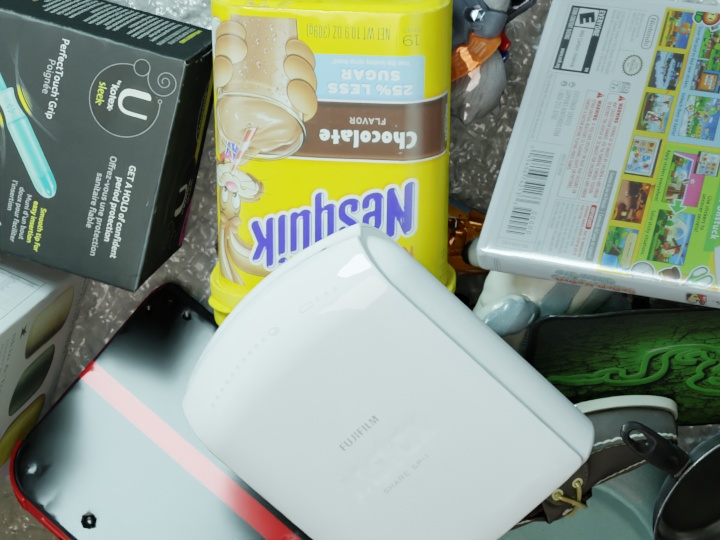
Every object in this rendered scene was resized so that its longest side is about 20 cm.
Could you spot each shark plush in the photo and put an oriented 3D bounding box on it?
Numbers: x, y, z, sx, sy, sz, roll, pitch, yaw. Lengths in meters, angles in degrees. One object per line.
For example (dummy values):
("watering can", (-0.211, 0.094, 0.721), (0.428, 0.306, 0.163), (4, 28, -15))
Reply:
("shark plush", (0.143, -0.001, 1.046), (0.199, 0.091, 0.083), (-34, 119, 10))

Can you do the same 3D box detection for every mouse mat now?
("mouse mat", (0.197, 0.061, 1.063), (0.198, 0.161, 0.008), (-4, 60, -1))

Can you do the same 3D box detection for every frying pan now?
("frying pan", (0.202, 0.140, 1.091), (0.189, 0.031, 0.116), (8, 117, -36))

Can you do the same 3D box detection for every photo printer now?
("photo printer", (0.009, 0.081, 0.993), (0.200, 0.070, 0.166), (42, 111, -14))

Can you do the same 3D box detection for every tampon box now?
("tampon box", (-0.203, -0.096, 1.096), (0.198, 0.126, 0.151), (16, 106, 4))

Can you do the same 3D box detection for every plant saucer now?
("plant saucer", (0.134, 0.200, 1.165), (0.198, 0.036, 0.202), (2, 104, 8))

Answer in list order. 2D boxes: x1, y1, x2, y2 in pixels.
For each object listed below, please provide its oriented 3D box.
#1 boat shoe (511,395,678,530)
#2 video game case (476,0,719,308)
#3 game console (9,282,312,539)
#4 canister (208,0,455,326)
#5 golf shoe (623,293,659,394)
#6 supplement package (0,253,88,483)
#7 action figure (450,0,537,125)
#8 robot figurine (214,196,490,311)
("boat shoe", (0.109, 0.133, 1.091), (0.199, 0.072, 0.061), (-17, 56, 5))
("video game case", (0.179, -0.074, 1.010), (0.180, 0.201, 0.023), (9, 150, 18))
("game console", (-0.112, 0.130, 1.134), (0.199, 0.031, 0.177), (38, 75, 12))
("canister", (-0.016, -0.066, 1.020), (0.147, 0.087, 0.202), (3, 112, 8))
("golf shoe", (0.139, -0.016, 1.091), (0.087, 0.077, 0.202), (-5, 103, 15))
("supplement package", (-0.285, 0.055, 1.108), (0.149, 0.200, 0.153), (21, 106, 3))
("action figure", (0.012, -0.162, 1.062), (0.200, 0.105, 0.194), (-40, 85, 14))
("robot figurine", (0.000, 0.000, 1.124), (0.198, 0.058, 0.147), (9, 104, 6))
